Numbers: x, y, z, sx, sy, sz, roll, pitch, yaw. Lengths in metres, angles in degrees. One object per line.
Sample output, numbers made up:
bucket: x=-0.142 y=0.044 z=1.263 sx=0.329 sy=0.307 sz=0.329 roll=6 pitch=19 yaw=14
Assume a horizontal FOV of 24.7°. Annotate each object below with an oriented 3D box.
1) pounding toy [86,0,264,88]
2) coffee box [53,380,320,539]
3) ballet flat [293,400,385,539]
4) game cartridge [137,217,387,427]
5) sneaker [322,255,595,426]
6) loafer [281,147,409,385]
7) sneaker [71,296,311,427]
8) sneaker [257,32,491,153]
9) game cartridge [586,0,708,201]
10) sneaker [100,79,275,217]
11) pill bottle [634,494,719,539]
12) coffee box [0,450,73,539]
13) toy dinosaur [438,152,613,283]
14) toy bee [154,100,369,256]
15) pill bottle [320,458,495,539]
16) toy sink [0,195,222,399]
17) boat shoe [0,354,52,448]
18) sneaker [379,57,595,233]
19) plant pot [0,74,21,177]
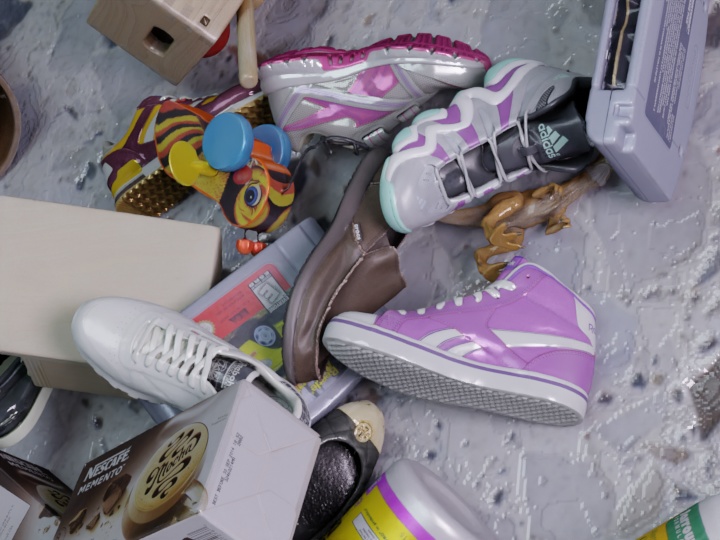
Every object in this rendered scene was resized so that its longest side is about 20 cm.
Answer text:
pounding toy: x=-0.129 y=-0.248 z=1.414 sx=0.185 sy=0.142 sz=0.200 roll=-60 pitch=12 yaw=-16
coffee box: x=-0.131 y=0.173 z=1.172 sx=0.199 sy=0.080 sz=0.114 roll=-29 pitch=32 yaw=41
ballet flat: x=-0.038 y=0.177 z=1.233 sx=0.200 sy=0.066 sz=0.057 roll=-51 pitch=11 yaw=-28
game cartridge: x=-0.075 y=0.066 z=1.287 sx=0.200 sy=0.041 sz=0.133 roll=-38 pitch=84 yaw=-14
sneaker: x=0.076 y=0.038 z=1.214 sx=0.199 sy=0.073 sz=0.115 roll=14 pitch=69 yaw=-3
loafer: x=0.000 y=0.000 z=1.251 sx=0.070 sy=0.073 sz=0.201 roll=21 pitch=73 yaw=12
sneaker: x=-0.124 y=0.070 z=1.221 sx=0.199 sy=0.081 sz=0.077 roll=26 pitch=75 yaw=4
sneaker: x=0.014 y=-0.145 z=1.364 sx=0.198 sy=0.081 sz=0.089 roll=-4 pitch=105 yaw=17
game cartridge: x=0.213 y=-0.160 z=1.194 sx=0.041 sy=0.133 sz=0.202 roll=3 pitch=72 yaw=32
sneaker: x=-0.151 y=-0.132 z=1.458 sx=0.199 sy=0.075 sz=0.091 roll=-32 pitch=62 yaw=16
pill bottle: x=0.219 y=0.215 z=1.056 sx=0.199 sy=0.113 sz=0.113 roll=-34 pitch=56 yaw=16
coffee box: x=-0.255 y=0.229 z=1.348 sx=0.199 sy=0.113 sz=0.080 roll=31 pitch=88 yaw=36
toy dinosaur: x=0.108 y=-0.041 z=1.280 sx=0.198 sy=0.061 sz=0.107 roll=-9 pitch=36 yaw=26
toy bee: x=-0.099 y=-0.071 z=1.324 sx=0.200 sy=0.130 sz=0.110 roll=17 pitch=92 yaw=58
pill bottle: x=0.000 y=0.240 z=1.188 sx=0.200 sy=0.104 sz=0.104 roll=-47 pitch=54 yaw=6
toy sink: x=-0.221 y=0.028 z=1.364 sx=0.198 sy=0.112 sz=0.132 roll=7 pitch=71 yaw=-2
boat shoe: x=-0.297 y=0.058 z=1.441 sx=0.074 sy=0.066 sz=0.200 roll=-15 pitch=41 yaw=36
sneaker: x=0.115 y=-0.094 z=1.220 sx=0.139 sy=0.078 sz=0.200 roll=11 pitch=47 yaw=47
plant pot: x=-0.450 y=-0.189 z=1.609 sx=0.200 sy=0.200 sz=0.199 roll=-40 pitch=46 yaw=12
